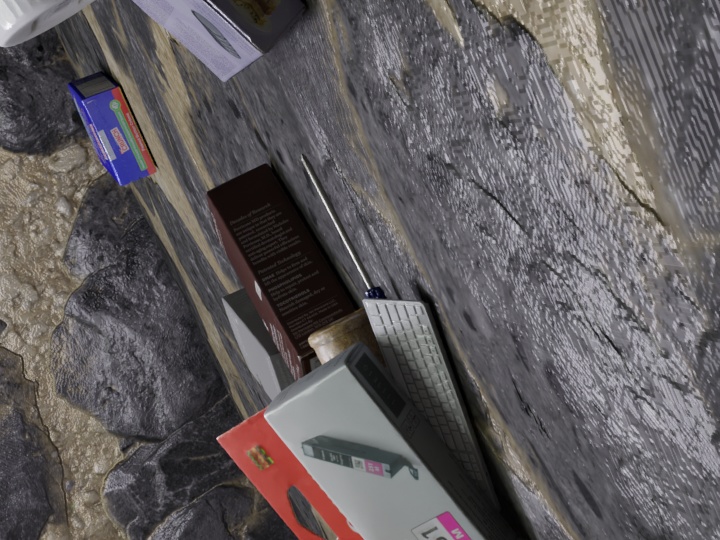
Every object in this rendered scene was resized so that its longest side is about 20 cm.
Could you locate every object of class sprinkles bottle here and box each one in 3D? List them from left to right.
[{"bbox_3d":[0.029,0.129,1.028,0.201,0.068,0.068,64,168,0],"label":"sprinkles bottle"}]

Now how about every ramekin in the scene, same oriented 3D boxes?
[{"bbox_3d":[-0.362,-0.339,1.420,0.098,0.200,0.200,58,169,-9],"label":"ramekin"}]

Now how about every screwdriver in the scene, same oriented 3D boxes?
[{"bbox_3d":[0.000,0.000,0.963,0.201,0.028,0.029,61,-163,-5],"label":"screwdriver"}]

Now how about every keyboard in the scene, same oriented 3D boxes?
[{"bbox_3d":[0.055,0.106,0.935,0.056,0.011,0.201,-2,121,35],"label":"keyboard"}]

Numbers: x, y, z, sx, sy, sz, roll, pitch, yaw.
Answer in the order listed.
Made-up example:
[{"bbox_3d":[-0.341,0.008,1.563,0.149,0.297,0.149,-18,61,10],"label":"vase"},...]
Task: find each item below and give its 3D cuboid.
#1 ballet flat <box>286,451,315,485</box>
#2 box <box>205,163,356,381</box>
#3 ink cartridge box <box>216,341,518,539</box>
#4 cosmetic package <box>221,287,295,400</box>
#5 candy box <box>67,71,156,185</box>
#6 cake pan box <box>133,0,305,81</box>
[{"bbox_3d":[-0.017,0.161,1.095,0.200,0.068,0.069,18,-102,-63],"label":"ballet flat"},{"bbox_3d":[-0.070,0.009,1.192,0.200,0.075,0.100,60,168,25],"label":"box"},{"bbox_3d":[-0.005,0.177,0.970,0.200,0.173,0.044,51,-150,-7],"label":"ink cartridge box"},{"bbox_3d":[-0.073,0.085,1.334,0.200,0.090,0.107,-136,26,-67],"label":"cosmetic package"},{"bbox_3d":[-0.448,-0.257,2.241,0.200,0.077,0.170,41,154,64],"label":"candy box"},{"bbox_3d":[-0.142,-0.224,0.886,0.200,0.052,0.184,41,170,-11],"label":"cake pan box"}]
